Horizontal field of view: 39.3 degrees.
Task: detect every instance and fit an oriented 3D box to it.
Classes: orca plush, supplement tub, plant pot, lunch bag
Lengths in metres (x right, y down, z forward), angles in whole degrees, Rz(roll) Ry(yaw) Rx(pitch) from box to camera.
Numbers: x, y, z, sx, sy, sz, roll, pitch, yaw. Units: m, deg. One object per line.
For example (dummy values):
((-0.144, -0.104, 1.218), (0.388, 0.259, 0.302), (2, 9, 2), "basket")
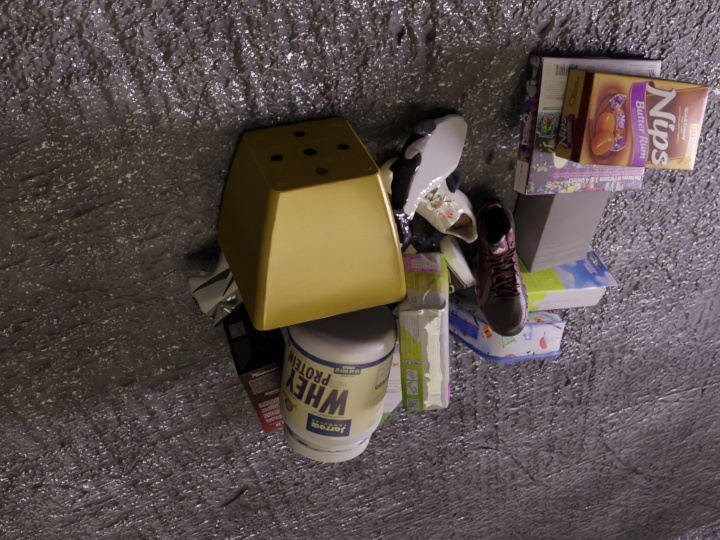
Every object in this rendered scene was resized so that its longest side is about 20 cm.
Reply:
((0.071, -0.122, 1.296), (0.071, 0.201, 0.105), (-7, 147, 44), "orca plush")
((-0.033, 0.140, 1.342), (0.144, 0.145, 0.201), (-7, 126, -23), "supplement tub")
((-0.063, -0.074, 1.247), (0.199, 0.200, 0.177), (-11, 131, -17), "plant pot")
((0.215, 0.082, 1.599), (0.159, 0.200, 0.076), (-6, 109, -26), "lunch bag")

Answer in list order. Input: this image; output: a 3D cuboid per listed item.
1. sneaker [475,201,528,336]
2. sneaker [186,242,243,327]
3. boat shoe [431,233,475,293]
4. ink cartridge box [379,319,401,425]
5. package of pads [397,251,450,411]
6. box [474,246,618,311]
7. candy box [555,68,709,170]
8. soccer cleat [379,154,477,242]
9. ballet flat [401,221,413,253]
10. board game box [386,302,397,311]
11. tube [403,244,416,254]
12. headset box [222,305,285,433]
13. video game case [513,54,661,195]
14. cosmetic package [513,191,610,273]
((0.197, -0.006, 1.450), (0.075, 0.201, 0.116), (-10, 172, 7), "sneaker")
((-0.146, -0.018, 1.360), (0.200, 0.089, 0.074), (-38, 176, -22), "sneaker")
((0.131, 0.001, 1.509), (0.063, 0.071, 0.200), (-25, 163, 6), "boat shoe")
((0.012, 0.170, 1.676), (0.145, 0.085, 0.200), (6, 134, -36), "ink cartridge box")
((0.086, 0.073, 1.355), (0.068, 0.200, 0.156), (-2, 113, 4), "package of pads")
((0.293, 0.003, 1.595), (0.199, 0.122, 0.048), (-3, 136, -27), "box")
((0.360, -0.198, 1.327), (0.199, 0.056, 0.117), (-1, 106, -28), "candy box")
((0.101, -0.099, 1.391), (0.069, 0.078, 0.200), (-40, 141, 21), "soccer cleat")
((0.000, 0.000, 1.430), (0.200, 0.066, 0.057), (-52, 151, 3), "ballet flat")
((0.019, 0.071, 1.494), (0.136, 0.034, 0.200), (-53, 177, 35), "board game box")
((-0.011, 0.010, 1.496), (0.199, 0.052, 0.058), (-35, -179, 6), "tube")
((-0.141, 0.134, 1.486), (0.075, 0.149, 0.200), (-19, 143, -5), "headset box")
((0.306, -0.196, 1.354), (0.199, 0.036, 0.183), (-5, 110, -25), "video game case")
((0.299, -0.097, 1.505), (0.106, 0.090, 0.201), (-12, 140, -18), "cosmetic package")
